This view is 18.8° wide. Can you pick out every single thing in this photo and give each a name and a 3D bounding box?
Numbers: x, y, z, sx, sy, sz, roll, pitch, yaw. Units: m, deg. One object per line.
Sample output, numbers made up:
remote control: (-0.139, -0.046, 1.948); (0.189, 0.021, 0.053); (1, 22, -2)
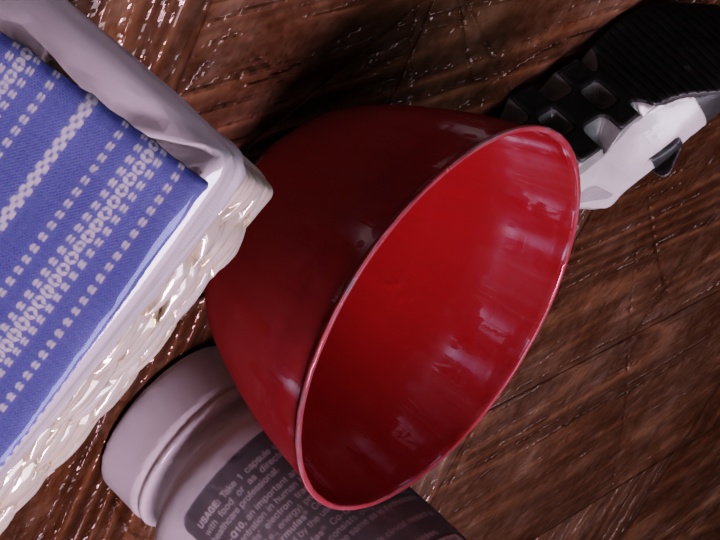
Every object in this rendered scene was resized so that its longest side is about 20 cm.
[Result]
towel: (-0.164, -0.025, 0.597); (0.145, 0.200, 0.024); (-53, -167, 5)
mixing bowl: (0.000, 0.000, 1.012); (0.200, 0.108, 0.200); (-39, 146, -33)
basket: (-0.136, 0.001, 0.720); (0.200, 0.136, 0.123); (-50, 171, 6)
pill bottle: (-0.028, 0.134, 1.073); (0.113, 0.200, 0.113); (-40, 157, -21)
sneaker: (0.146, -0.084, 1.227); (0.200, 0.074, 0.089); (-27, 151, -24)
